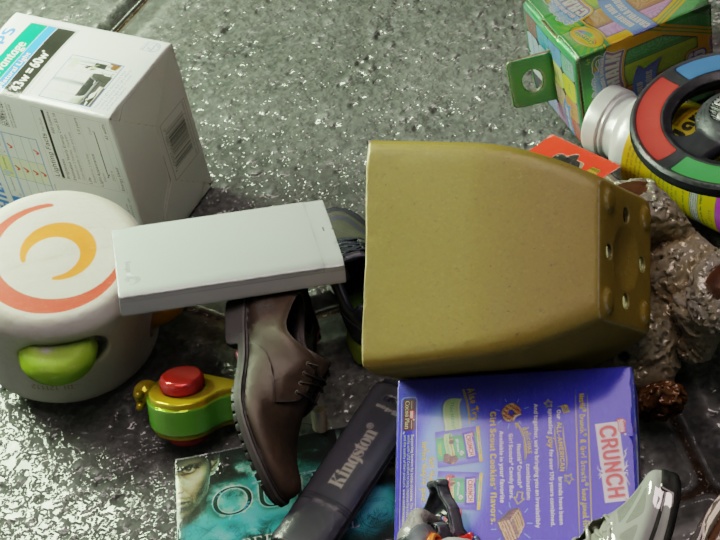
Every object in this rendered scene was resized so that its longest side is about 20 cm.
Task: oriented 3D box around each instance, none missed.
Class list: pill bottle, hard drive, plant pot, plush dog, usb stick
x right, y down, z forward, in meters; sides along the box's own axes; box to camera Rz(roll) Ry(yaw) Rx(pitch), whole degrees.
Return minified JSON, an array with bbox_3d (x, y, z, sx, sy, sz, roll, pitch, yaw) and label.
[{"bbox_3d":[0.313,-0.111,1.698,0.200,0.104,0.104,30,59,35],"label":"pill bottle"},{"bbox_3d":[-0.122,-0.013,1.588,0.199,0.026,0.132,-8,29,-7],"label":"hard drive"},{"bbox_3d":[0.135,-0.006,1.481,0.199,0.194,0.196,-5,79,30],"label":"plant pot"},{"bbox_3d":[0.257,0.043,1.560,0.172,0.160,0.200,-43,52,-1],"label":"plush dog"},{"bbox_3d":[-0.010,0.174,1.514,0.055,0.033,0.200,16,52,27],"label":"usb stick"}]

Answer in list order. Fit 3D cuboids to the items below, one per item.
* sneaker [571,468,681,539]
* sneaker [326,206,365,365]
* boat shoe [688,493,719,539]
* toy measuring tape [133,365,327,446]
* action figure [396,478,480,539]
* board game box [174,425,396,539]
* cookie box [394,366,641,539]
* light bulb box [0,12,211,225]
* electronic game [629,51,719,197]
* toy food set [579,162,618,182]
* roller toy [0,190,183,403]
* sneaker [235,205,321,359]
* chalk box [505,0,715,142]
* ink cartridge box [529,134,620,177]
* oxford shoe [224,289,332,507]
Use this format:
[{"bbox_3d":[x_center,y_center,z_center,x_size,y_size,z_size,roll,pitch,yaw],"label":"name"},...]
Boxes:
[{"bbox_3d":[0.160,0.224,1.342,0.115,0.201,0.076,26,16,3],"label":"sneaker"},{"bbox_3d":[0.000,0.000,1.685,0.074,0.081,0.200,-19,45,-6],"label":"sneaker"},{"bbox_3d":[0.293,0.238,1.396,0.072,0.076,0.200,33,70,32],"label":"boat shoe"},{"bbox_3d":[-0.129,0.131,1.590,0.199,0.074,0.074,10,50,29],"label":"toy measuring tape"},{"bbox_3d":[0.036,0.271,1.343,0.193,0.104,0.201,-39,59,36],"label":"action figure"},{"bbox_3d":[-0.063,0.206,1.539,0.199,0.028,0.136,-11,45,2],"label":"board game box"},{"bbox_3d":[0.133,0.176,1.455,0.199,0.075,0.172,-4,64,12],"label":"cookie box"},{"bbox_3d":[-0.285,-0.139,1.808,0.199,0.199,0.125,15,50,24],"label":"light bulb box"},{"bbox_3d":[0.347,-0.137,1.612,0.199,0.042,0.200,-6,44,6],"label":"electronic game"},{"bbox_3d":[0.179,-0.022,1.677,0.200,0.061,0.144,-30,47,-15],"label":"toy food set"},{"bbox_3d":[-0.285,0.027,1.689,0.182,0.140,0.200,29,56,22],"label":"roller toy"},{"bbox_3d":[-0.074,0.032,1.666,0.079,0.095,0.201,-24,50,25],"label":"sneaker"},{"bbox_3d":[0.248,-0.222,1.809,0.199,0.125,0.124,-24,46,-9],"label":"chalk box"},{"bbox_3d":[0.130,-0.086,1.711,0.200,0.050,0.162,-32,23,-9],"label":"ink cartridge box"},{"bbox_3d":[-0.066,0.104,1.521,0.084,0.073,0.201,-12,67,13],"label":"oxford shoe"}]
